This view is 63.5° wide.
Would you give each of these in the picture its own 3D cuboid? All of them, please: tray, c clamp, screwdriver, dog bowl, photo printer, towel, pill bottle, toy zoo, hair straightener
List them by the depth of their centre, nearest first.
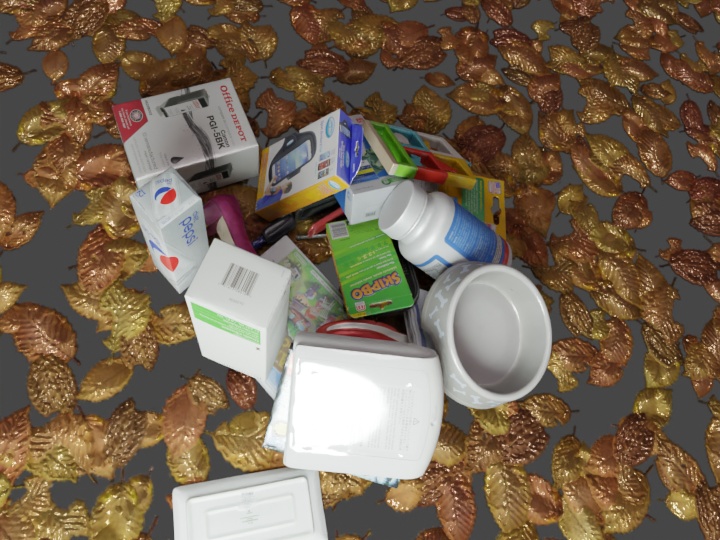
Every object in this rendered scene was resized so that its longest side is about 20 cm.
[{"bbox_3d":[0.006,0.169,0.728,0.192,0.070,0.173,5,98,-2],"label":"photo printer"},{"bbox_3d":[-0.142,0.319,0.752,0.193,0.022,0.111,-6,66,-14],"label":"tray"},{"bbox_3d":[0.178,0.085,0.795,0.193,0.058,0.208,4,80,-22],"label":"dog bowl"},{"bbox_3d":[0.152,0.098,0.861,0.194,0.024,0.150,18,39,-19],"label":"towel"},{"bbox_3d":[0.126,-0.046,0.875,0.197,0.111,0.115,33,60,-24],"label":"pill bottle"},{"bbox_3d":[0.000,0.000,0.889,0.165,0.028,0.203,-12,46,-9],"label":"c clamp"},{"bbox_3d":[-0.184,-0.029,0.906,0.197,0.028,0.029,-33,45,-16],"label":"screwdriver"},{"bbox_3d":[0.106,-0.186,0.949,0.194,0.021,0.133,5,40,-30],"label":"toy zoo"},{"bbox_3d":[-0.032,-0.133,0.965,0.198,0.041,0.077,-35,77,-27],"label":"hair straightener"}]

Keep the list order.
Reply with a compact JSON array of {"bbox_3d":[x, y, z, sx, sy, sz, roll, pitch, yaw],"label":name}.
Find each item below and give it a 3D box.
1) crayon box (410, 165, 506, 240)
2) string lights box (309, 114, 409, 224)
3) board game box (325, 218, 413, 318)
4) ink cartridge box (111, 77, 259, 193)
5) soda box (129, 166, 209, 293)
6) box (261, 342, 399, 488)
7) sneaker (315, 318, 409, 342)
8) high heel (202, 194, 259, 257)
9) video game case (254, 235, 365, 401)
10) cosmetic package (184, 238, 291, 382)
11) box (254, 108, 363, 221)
[{"bbox_3d":[0.146,-0.103,0.987,0.192,0.052,0.130,9,64,-7],"label":"crayon box"},{"bbox_3d":[-0.007,-0.169,0.944,0.100,0.060,0.202,-14,49,-19],"label":"string lights box"},{"bbox_3d":[0.010,-0.007,0.857,0.092,0.031,0.203,-10,42,-7],"label":"board game box"},{"bbox_3d":[-0.274,-0.207,0.930,0.195,0.083,0.150,-20,70,-19],"label":"ink cartridge box"},{"bbox_3d":[-0.253,-0.048,0.796,0.063,0.201,0.068,43,65,11],"label":"soda box"},{"bbox_3d":[-0.022,0.196,0.786,0.193,0.040,0.142,17,95,-3],"label":"box"},{"bbox_3d":[0.027,0.143,0.823,0.193,0.078,0.120,12,65,-18],"label":"sneaker"},{"bbox_3d":[-0.165,-0.031,0.873,0.199,0.068,0.095,43,44,11],"label":"high heel"},{"bbox_3d":[-0.112,0.072,0.871,0.200,0.022,0.181,45,65,10],"label":"video game case"},{"bbox_3d":[-0.151,0.058,0.745,0.104,0.202,0.087,20,60,3],"label":"cosmetic package"},{"bbox_3d":[-0.081,-0.164,0.901,0.041,0.196,0.123,28,54,-43],"label":"box"}]
